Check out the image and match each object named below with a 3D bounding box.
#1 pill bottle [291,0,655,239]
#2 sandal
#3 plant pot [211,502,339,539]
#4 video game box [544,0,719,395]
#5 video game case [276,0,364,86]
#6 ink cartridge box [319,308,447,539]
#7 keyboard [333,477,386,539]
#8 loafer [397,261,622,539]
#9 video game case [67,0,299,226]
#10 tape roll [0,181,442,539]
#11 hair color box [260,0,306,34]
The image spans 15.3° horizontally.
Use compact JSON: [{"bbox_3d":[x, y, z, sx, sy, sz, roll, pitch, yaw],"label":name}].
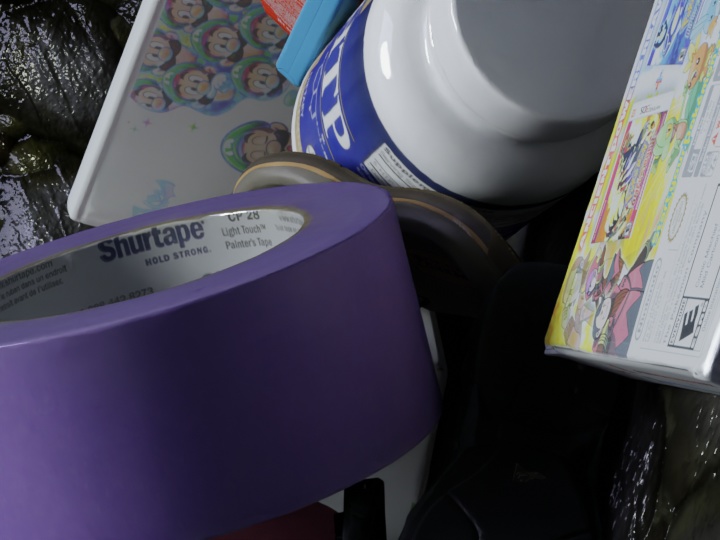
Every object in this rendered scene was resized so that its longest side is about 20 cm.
[{"bbox_3d":[0.050,-0.078,1.114,0.200,0.119,0.120,140,147,-69],"label":"pill bottle"},{"bbox_3d":[0.000,0.000,1.107,0.055,0.082,0.200,-51,34,-14],"label":"sandal"},{"bbox_3d":[-0.078,0.178,1.076,0.200,0.178,0.201,25,123,46],"label":"plant pot"},{"bbox_3d":[0.131,-0.057,0.877,0.182,0.047,0.201,-170,99,-76],"label":"video game box"},{"bbox_3d":[0.051,-0.171,1.238,0.200,0.018,0.143,-32,-21,-44],"label":"video game case"},{"bbox_3d":[-0.018,0.061,1.252,0.200,0.083,0.146,-98,17,-66],"label":"ink cartridge box"},{"bbox_3d":[-0.006,0.179,0.980,0.104,0.039,0.201,-69,-22,-74],"label":"keyboard"},{"bbox_3d":[0.051,0.097,0.980,0.072,0.072,0.201,108,-176,-59],"label":"loafer"},{"bbox_3d":[-0.037,-0.091,1.397,0.024,0.181,0.201,-108,37,-56],"label":"video game case"},{"bbox_3d":[-0.074,0.036,1.005,0.200,0.199,0.085,-128,22,-77],"label":"tape roll"},{"bbox_3d":[-0.002,-0.173,1.240,0.111,0.064,0.200,-45,-15,-6],"label":"hair color box"}]
